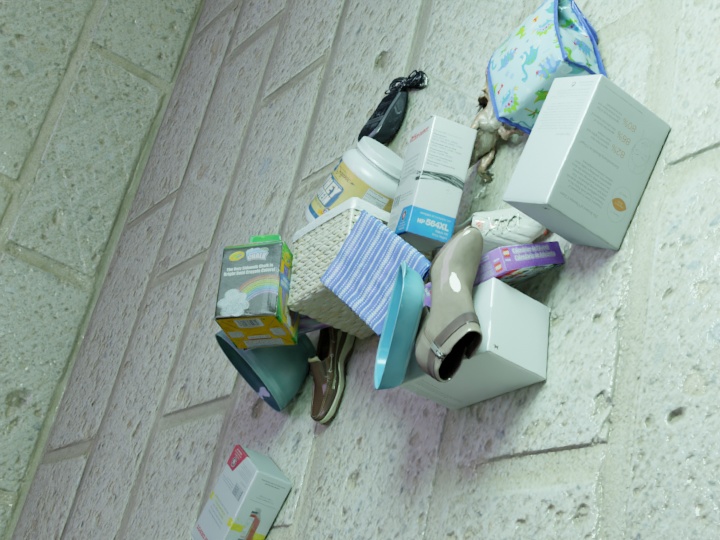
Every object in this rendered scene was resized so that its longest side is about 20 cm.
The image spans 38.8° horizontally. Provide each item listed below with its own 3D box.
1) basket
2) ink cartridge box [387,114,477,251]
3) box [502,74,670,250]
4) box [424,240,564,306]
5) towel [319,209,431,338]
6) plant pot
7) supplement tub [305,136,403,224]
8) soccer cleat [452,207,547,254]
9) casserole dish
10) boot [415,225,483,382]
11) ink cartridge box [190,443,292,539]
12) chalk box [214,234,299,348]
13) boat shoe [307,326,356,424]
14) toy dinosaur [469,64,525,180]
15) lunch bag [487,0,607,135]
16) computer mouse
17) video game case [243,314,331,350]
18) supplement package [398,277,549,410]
[{"bbox_3d":[0.000,0.000,1.840,0.200,0.198,0.162,-29,46,46],"label":"basket"},{"bbox_3d":[0.117,-0.143,1.718,0.146,0.084,0.201,167,119,-77],"label":"ink cartridge box"},{"bbox_3d":[0.322,-0.154,1.460,0.106,0.152,0.201,15,78,61],"label":"box"},{"bbox_3d":[0.193,0.011,1.556,0.200,0.136,0.039,-29,73,46],"label":"box"},{"bbox_3d":[0.021,0.005,1.633,0.200,0.024,0.145,41,104,45],"label":"towel"},{"bbox_3d":[-0.175,0.162,2.028,0.134,0.201,0.200,-40,23,-17],"label":"plant pot"},{"bbox_3d":[-0.002,-0.149,2.026,0.200,0.144,0.145,-54,28,16],"label":"supplement tub"},{"bbox_3d":[0.222,-0.068,1.638,0.200,0.077,0.070,-22,47,51],"label":"soccer cleat"},{"bbox_3d":[0.058,0.085,1.500,0.121,0.039,0.201,-93,15,-70],"label":"casserole dish"},{"bbox_3d":[0.136,0.054,1.419,0.201,0.070,0.146,-66,22,19],"label":"boot"},{"bbox_3d":[-0.229,0.455,1.944,0.201,0.083,0.145,-62,27,0],"label":"ink cartridge box"},{"bbox_3d":[-0.182,0.027,1.887,0.124,0.124,0.201,-4,58,15],"label":"chalk box"},{"bbox_3d":[-0.070,0.185,1.921,0.075,0.075,0.203,-24,46,51],"label":"boat shoe"},{"bbox_3d":[0.220,-0.246,1.807,0.136,0.085,0.200,-91,26,-55],"label":"toy dinosaur"},{"bbox_3d":[0.302,-0.350,1.702,0.170,0.127,0.201,-40,44,37],"label":"lunch bag"},{"bbox_3d":[0.069,-0.333,2.181,0.200,0.053,0.138,-56,23,-15],"label":"computer mouse"},{"bbox_3d":[-0.138,0.074,1.962,0.199,0.019,0.143,-15,42,-2],"label":"video game case"},{"bbox_3d":[0.168,0.115,1.520,0.200,0.119,0.122,-28,43,48],"label":"supplement package"}]
